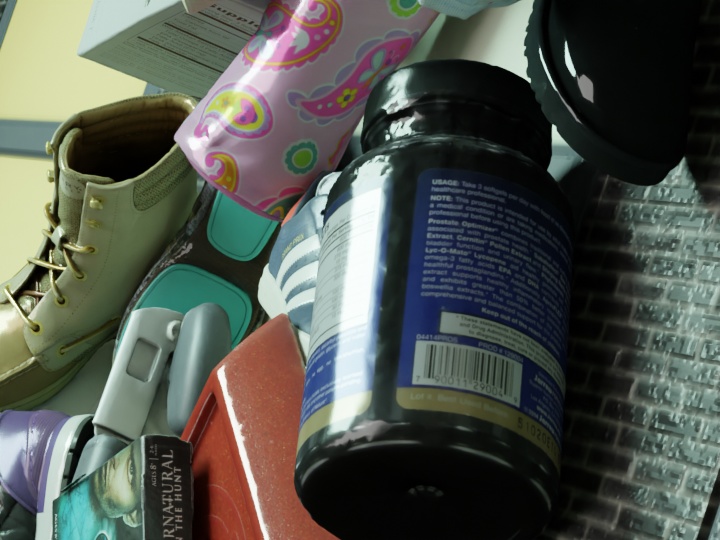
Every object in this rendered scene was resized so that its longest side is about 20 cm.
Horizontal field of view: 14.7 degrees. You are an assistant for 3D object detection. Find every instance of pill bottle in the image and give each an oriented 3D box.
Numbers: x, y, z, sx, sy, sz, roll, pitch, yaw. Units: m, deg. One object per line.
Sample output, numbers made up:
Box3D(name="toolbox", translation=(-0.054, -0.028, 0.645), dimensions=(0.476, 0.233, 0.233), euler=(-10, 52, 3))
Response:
Box3D(name="pill bottle", translation=(0.035, 0.014, 1.198), dimensions=(0.112, 0.112, 0.200), euler=(-40, 36, 50))

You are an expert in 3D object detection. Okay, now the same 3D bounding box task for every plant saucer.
Box3D(name="plant saucer", translation=(-0.061, 0.155, 1.286), dimensions=(0.200, 0.037, 0.200), euler=(-110, 35, -42))

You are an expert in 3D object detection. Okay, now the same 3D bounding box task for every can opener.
Box3D(name="can opener", translation=(-0.119, 0.107, 1.467), dimensions=(0.067, 0.053, 0.200), euler=(-26, 41, 58))

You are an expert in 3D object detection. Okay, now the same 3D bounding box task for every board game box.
Box3D(name="board game box", translation=(-0.113, 0.190, 1.312), dimensions=(0.135, 0.028, 0.200), euler=(143, 129, -59))

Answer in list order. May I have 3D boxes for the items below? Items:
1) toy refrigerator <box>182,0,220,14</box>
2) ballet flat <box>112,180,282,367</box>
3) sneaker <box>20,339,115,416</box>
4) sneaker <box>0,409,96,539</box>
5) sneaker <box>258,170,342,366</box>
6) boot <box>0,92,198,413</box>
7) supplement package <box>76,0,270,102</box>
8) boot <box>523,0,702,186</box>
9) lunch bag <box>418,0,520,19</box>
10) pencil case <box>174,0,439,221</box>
Box3D(name="toy refrigerator", translation=(-0.100, -0.237, 1.412), dimensions=(0.070, 0.200, 0.076), euler=(-26, -1, -2))
Box3D(name="ballet flat", translation=(-0.071, -0.009, 1.544), dimensions=(0.200, 0.072, 0.072), euler=(-59, 24, 24))
Box3D(name="sneaker", translation=(-0.184, 0.079, 1.608), dimensions=(0.200, 0.085, 0.073), euler=(-53, -1, -34))
Box3D(name="sneaker", translation=(-0.197, 0.171, 1.507), dimensions=(0.087, 0.076, 0.200), euler=(5, 65, 23))
Box3D(name="sneaker", translation=(0.000, 0.000, 1.338), dimensions=(0.085, 0.075, 0.200), euler=(-71, 22, 9))
Box3D(name="boot", translation=(-0.168, -0.007, 1.546), dimensions=(0.073, 0.200, 0.156), euler=(50, 157, 27))
Box3D(name="supplement package", translation=(-0.062, -0.171, 1.571), dimensions=(0.200, 0.117, 0.117), euler=(-15, 57, 63))
Box3D(name="boot", translation=(0.139, -0.152, 1.156), dimensions=(0.163, 0.073, 0.198), euler=(-52, 24, 38))
Box3D(name="lunch bag", translation=(0.063, -0.221, 1.155), dimensions=(0.200, 0.127, 0.170), euler=(-91, 26, -53))
Box3D(name="pencil case", translation=(-0.009, -0.121, 1.420), dimensions=(0.200, 0.087, 0.087), euler=(-54, 25, 12))
